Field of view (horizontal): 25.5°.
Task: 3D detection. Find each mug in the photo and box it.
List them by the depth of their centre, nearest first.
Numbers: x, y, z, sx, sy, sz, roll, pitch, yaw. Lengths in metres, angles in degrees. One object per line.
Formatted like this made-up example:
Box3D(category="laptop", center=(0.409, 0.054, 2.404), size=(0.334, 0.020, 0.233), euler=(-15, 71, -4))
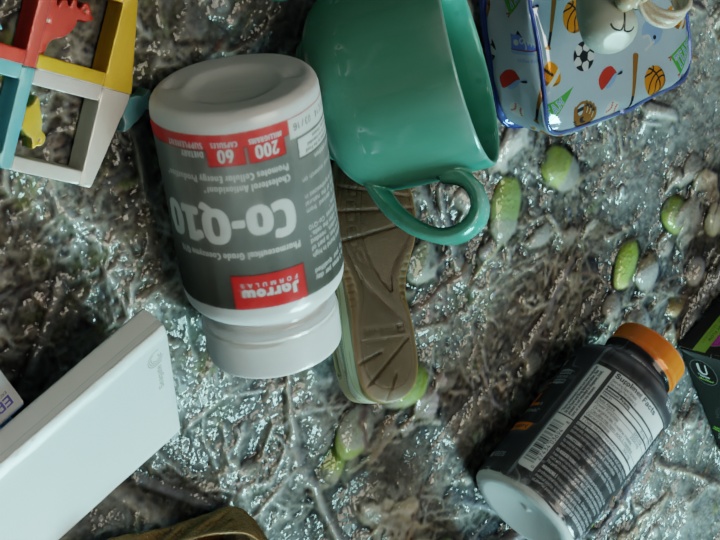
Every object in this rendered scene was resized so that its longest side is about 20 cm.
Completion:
Box3D(category="mug", center=(0.023, -0.121, 1.107), size=(0.152, 0.114, 0.185), euler=(62, 21, -46))

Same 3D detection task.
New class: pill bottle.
Box3D(category="pill bottle", center=(-0.072, -0.035, 1.078), size=(0.114, 0.114, 0.200), euler=(-28, 124, -33))
Box3D(category="pill bottle", center=(0.198, 0.138, 1.380), size=(0.200, 0.106, 0.106), euler=(-48, 128, -22))

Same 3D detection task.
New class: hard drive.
Box3D(category="hard drive", center=(-0.200, 0.128, 1.033), size=(0.200, 0.027, 0.132), euler=(-43, 154, -28))

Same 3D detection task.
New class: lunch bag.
Box3D(category="lunch bag", center=(0.187, -0.206, 1.296), size=(0.200, 0.075, 0.161), euler=(-27, 116, -34))

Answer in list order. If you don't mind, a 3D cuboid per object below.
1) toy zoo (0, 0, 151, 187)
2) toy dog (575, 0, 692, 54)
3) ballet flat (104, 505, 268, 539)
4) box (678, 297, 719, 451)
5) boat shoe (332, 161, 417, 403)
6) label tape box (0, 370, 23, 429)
Box3D(category="toy zoo", center=(-0.214, -0.128, 0.992), size=(0.200, 0.020, 0.132), euler=(11, 95, -43))
Box3D(category="toy dog", center=(0.180, -0.271, 1.192), size=(0.132, 0.096, 0.200), euler=(-23, 75, -31))
Box3D(category="ballet flat", center=(-0.141, 0.219, 1.120), size=(0.200, 0.072, 0.068), euler=(-11, 110, -39))
Box3D(category="box", center=(0.426, 0.110, 1.564), size=(0.149, 0.124, 0.200), euler=(-46, 129, -23))
Box3D(category="boat shoe", center=(0.000, 0.000, 1.193), size=(0.072, 0.065, 0.201), euler=(-3, 86, -28))
Box3D(category="label tape box", center=(-0.285, 0.096, 0.962), size=(0.143, 0.066, 0.200), euler=(-45, 126, -23))
